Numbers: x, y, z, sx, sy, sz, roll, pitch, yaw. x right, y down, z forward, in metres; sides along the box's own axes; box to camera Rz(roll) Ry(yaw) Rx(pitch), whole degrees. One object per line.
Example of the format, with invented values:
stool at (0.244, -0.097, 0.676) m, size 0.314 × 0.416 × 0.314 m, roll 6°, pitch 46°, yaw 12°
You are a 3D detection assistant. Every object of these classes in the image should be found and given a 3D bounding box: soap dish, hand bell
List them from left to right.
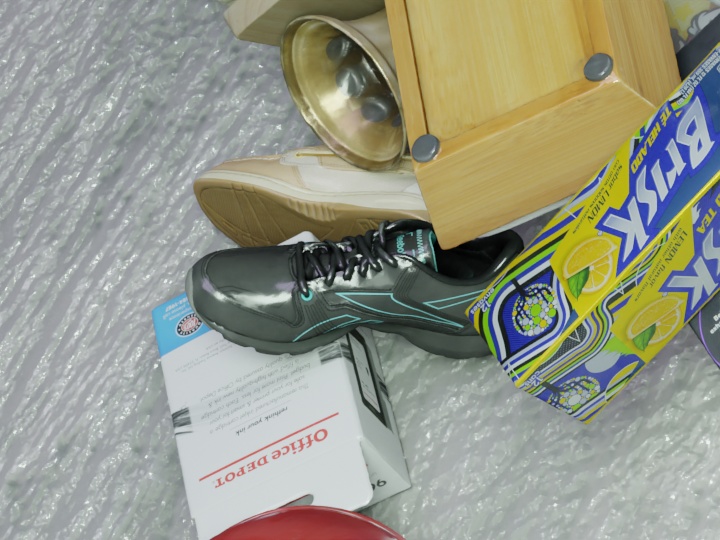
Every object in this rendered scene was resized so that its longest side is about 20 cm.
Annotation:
hand bell at (0.057, -0.154, 1.731) m, size 0.104 × 0.104 × 0.200 m, roll 24°, pitch 49°, yaw 40°
soap dish at (0.089, -0.130, 1.581) m, size 0.157 × 0.081 × 0.200 m, roll -24°, pitch 55°, yaw 22°

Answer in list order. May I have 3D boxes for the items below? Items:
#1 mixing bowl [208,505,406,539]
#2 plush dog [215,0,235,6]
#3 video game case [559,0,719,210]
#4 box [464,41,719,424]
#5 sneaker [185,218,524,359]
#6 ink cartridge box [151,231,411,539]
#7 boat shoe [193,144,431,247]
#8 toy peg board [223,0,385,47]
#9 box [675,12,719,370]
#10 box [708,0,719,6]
mixing bowl at (-0.052, 0.220, 1.529) m, size 0.200 × 0.108 × 0.201 m, roll -4°, pitch 78°, yaw 21°
plush dog at (-0.034, -0.272, 1.843) m, size 0.160 × 0.172 × 0.200 m, roll 23°, pitch 74°, yaw 40°
video game case at (0.177, -0.137, 1.723) m, size 0.182 × 0.023 × 0.200 m, roll -30°, pitch 49°, yaw 13°
box at (0.152, -0.018, 1.485) m, size 0.200 × 0.070 × 0.064 m, roll -48°, pitch 46°, yaw 13°
sneaker at (0.000, 0.000, 1.639) m, size 0.200 × 0.079 × 0.076 m, roll 1°, pitch 50°, yaw -14°
ink cartridge box at (-0.045, 0.090, 1.681) m, size 0.116 × 0.068 × 0.200 m, roll -27°, pitch 49°, yaw 15°
boat shoe at (-0.011, -0.044, 1.755) m, size 0.200 × 0.074 × 0.069 m, roll 10°, pitch 50°, yaw 36°
toy peg board at (0.020, -0.228, 1.727) m, size 0.199 × 0.200 × 0.098 m, roll -37°, pitch 73°, yaw 21°
box at (0.225, -0.023, 1.551) m, size 0.122 × 0.106 × 0.200 m, roll -42°, pitch 47°, yaw 14°
box at (0.312, -0.207, 1.561) m, size 0.200 × 0.131 × 0.199 m, roll -31°, pitch 45°, yaw -26°
